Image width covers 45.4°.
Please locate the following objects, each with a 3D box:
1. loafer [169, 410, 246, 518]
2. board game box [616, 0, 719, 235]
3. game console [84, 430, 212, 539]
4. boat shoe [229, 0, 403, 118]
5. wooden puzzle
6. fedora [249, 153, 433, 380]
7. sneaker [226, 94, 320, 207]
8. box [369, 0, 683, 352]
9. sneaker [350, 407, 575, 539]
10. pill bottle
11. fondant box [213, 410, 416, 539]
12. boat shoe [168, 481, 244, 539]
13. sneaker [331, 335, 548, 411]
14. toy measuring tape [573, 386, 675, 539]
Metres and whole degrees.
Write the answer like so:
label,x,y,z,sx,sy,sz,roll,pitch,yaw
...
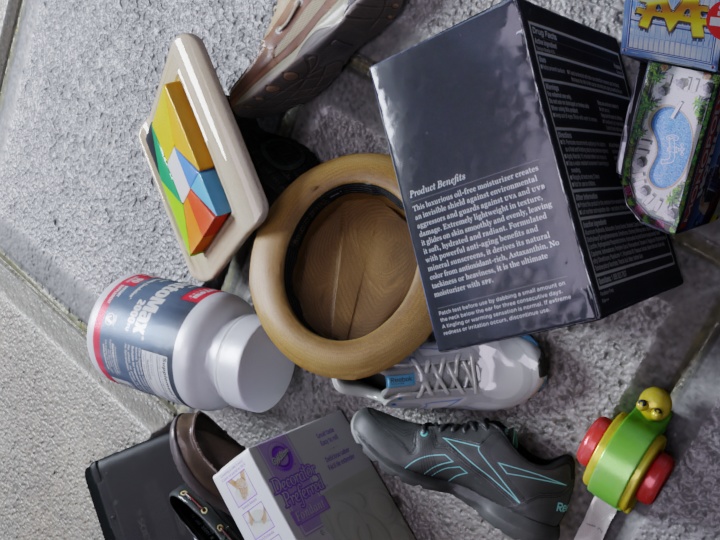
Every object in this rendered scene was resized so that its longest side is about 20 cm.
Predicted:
label,x,y,z,sx,sy,sz,roll,pitch,yaw
loafer,-0.106,0.206,0.856,0.071,0.073,0.200,-36,108,17
board game box,0.210,-0.130,0.548,0.061,0.199,0.203,19,105,29
game console,-0.239,0.305,1.011,0.174,0.116,0.202,-22,83,3
boat shoe,-0.049,-0.218,0.796,0.199,0.075,0.072,-36,72,22
wooden puzzle,-0.163,-0.097,0.825,0.200,0.037,0.187,-34,77,60
fedora,0.000,0.000,0.759,0.198,0.082,0.203,-5,71,14
sneaker,-0.109,-0.098,0.854,0.200,0.075,0.092,41,125,31
box,0.124,-0.063,0.616,0.122,0.199,0.201,-15,86,34
sneaker,0.088,0.157,0.739,0.198,0.075,0.080,24,97,10
pill bottle,-0.169,0.076,0.877,0.198,0.119,0.121,10,101,32
fondant box,-0.025,0.242,0.783,0.058,0.144,0.201,-41,73,30
boat shoe,-0.128,0.301,0.898,0.202,0.063,0.074,50,143,20
sneaker,0.062,0.093,0.744,0.198,0.086,0.076,-9,89,33
toy measuring tape,0.191,0.181,0.676,0.073,0.073,0.202,30,111,27
